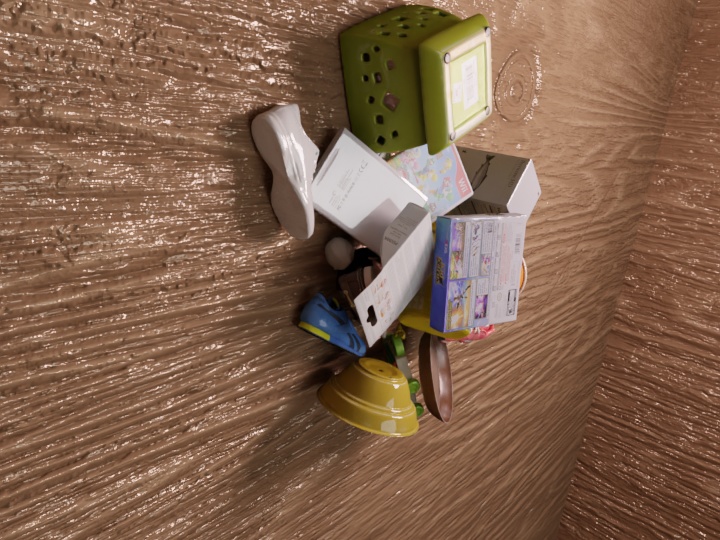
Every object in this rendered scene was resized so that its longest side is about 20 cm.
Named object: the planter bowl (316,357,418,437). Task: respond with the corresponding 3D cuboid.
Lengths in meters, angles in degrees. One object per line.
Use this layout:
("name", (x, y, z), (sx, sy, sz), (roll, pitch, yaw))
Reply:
("planter bowl", (0.026, 0.216, 1.045), (0.200, 0.199, 0.084), (8, 104, -53))

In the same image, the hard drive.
("hard drive", (0.009, -0.121, 0.947), (0.199, 0.027, 0.133), (34, 85, -30))

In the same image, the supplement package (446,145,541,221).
("supplement package", (0.245, -0.164, 1.161), (0.118, 0.199, 0.117), (-59, 143, -15))

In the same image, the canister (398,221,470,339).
("canister", (0.157, 0.018, 1.114), (0.147, 0.087, 0.202), (18, 68, -14))

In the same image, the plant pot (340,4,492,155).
("plant pot", (0.104, -0.308, 0.929), (0.199, 0.180, 0.202), (-38, 132, -35))

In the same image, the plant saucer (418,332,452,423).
("plant saucer", (0.153, 0.211, 1.169), (0.200, 0.034, 0.203), (-10, 90, -71))

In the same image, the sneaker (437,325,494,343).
("sneaker", (0.224, 0.112, 1.208), (0.199, 0.086, 0.075), (12, 70, -57))

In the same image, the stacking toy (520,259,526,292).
("stacking toy", (0.267, 0.012, 1.278), (0.199, 0.145, 0.148), (-9, 113, -46))

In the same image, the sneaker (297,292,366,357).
("sneaker", (-0.035, 0.100, 1.032), (0.200, 0.065, 0.079), (39, 71, -52))

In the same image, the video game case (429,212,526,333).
("video game case", (0.211, 0.000, 1.025), (0.180, 0.045, 0.202), (-5, 104, -32))

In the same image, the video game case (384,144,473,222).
("video game case", (0.101, -0.148, 1.016), (0.199, 0.017, 0.144), (-35, 113, -17))

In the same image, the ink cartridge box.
("ink cartridge box", (0.051, 0.010, 0.954), (0.200, 0.047, 0.161), (-48, 150, -20))

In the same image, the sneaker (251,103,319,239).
("sneaker", (-0.090, -0.145, 0.844), (0.088, 0.075, 0.202), (-42, 134, -39))

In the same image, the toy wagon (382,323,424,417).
("toy wagon", (0.080, 0.196, 1.163), (0.039, 0.156, 0.202), (-17, 125, -7))

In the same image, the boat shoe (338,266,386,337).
("boat shoe", (0.009, 0.063, 1.021), (0.201, 0.059, 0.072), (71, 12, -56))

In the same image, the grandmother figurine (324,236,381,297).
("grandmother figurine", (0.000, 0.000, 1.040), (0.122, 0.060, 0.200), (-52, 140, -1))

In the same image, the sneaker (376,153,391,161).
("sneaker", (0.069, -0.140, 1.051), (0.073, 0.070, 0.201), (-53, 141, -23))
